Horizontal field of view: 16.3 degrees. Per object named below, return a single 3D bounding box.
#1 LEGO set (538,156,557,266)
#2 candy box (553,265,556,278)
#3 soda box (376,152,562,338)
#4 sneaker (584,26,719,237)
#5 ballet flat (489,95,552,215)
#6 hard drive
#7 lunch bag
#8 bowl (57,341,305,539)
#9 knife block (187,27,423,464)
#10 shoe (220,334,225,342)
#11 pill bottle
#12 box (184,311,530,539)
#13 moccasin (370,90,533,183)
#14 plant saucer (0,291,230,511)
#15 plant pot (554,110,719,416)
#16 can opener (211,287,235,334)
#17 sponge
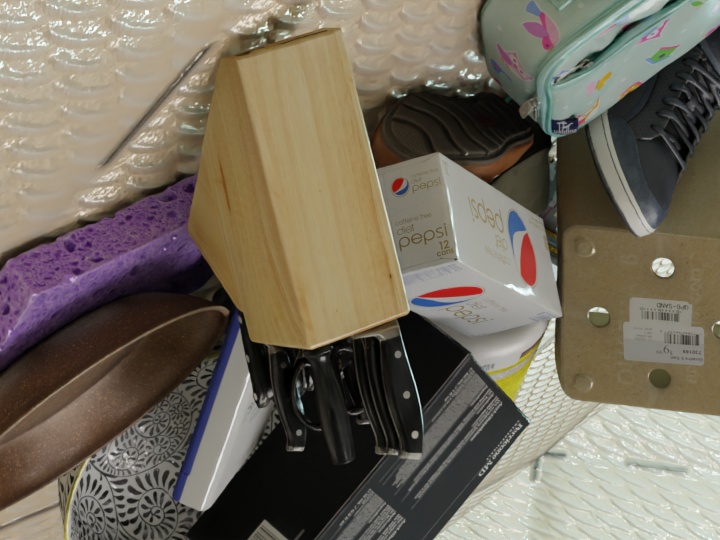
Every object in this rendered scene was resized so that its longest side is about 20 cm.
[{"bbox_3d":[0.186,-0.088,1.913,0.200,0.116,0.154,-48,-165,53],"label":"LEGO set"},{"bbox_3d":[0.052,0.057,2.047,0.200,0.072,0.168,-26,163,-49],"label":"candy box"},{"bbox_3d":[0.058,-0.012,1.513,0.064,0.068,0.200,-15,165,18],"label":"soda box"},{"bbox_3d":[0.224,-0.118,1.623,0.146,0.077,0.203,-18,-138,25],"label":"sneaker"},{"bbox_3d":[0.093,-0.053,1.774,0.068,0.068,0.200,-30,165,-43],"label":"ballet flat"},{"bbox_3d":[-0.054,0.029,1.477,0.132,0.025,0.200,-51,162,-68],"label":"hard drive"},{"bbox_3d":[0.165,-0.169,1.534,0.200,0.077,0.160,-38,168,-5],"label":"lunch bag"},{"bbox_3d":[-0.122,0.116,1.621,0.200,0.094,0.201,-20,129,-27],"label":"bowl"},{"bbox_3d":[-0.017,0.001,1.293,0.064,0.176,0.200,-20,148,-28],"label":"knife block"},{"bbox_3d":[-0.060,0.068,1.752,0.200,0.071,0.091,-40,164,-16],"label":"shoe"},{"bbox_3d":[0.066,0.053,1.770,0.109,0.109,0.200,-33,161,-24],"label":"pill bottle"},{"bbox_3d":[0.001,0.131,1.589,0.200,0.079,0.141,-50,149,-4],"label":"box"},{"bbox_3d":[0.047,-0.071,1.582,0.078,0.074,0.201,-51,175,16],"label":"moccasin"},{"bbox_3d":[-0.163,0.070,1.405,0.200,0.037,0.200,-35,169,-8],"label":"plant saucer"},{"bbox_3d":[0.220,-0.007,1.723,0.177,0.199,0.200,-61,153,-58],"label":"plant pot"},{"bbox_3d":[0.000,0.000,1.639,0.200,0.067,0.053,-16,-164,-16],"label":"can opener"},{"bbox_3d":[-0.137,0.002,1.382,0.200,0.030,0.112,-27,164,-44],"label":"sponge"}]
